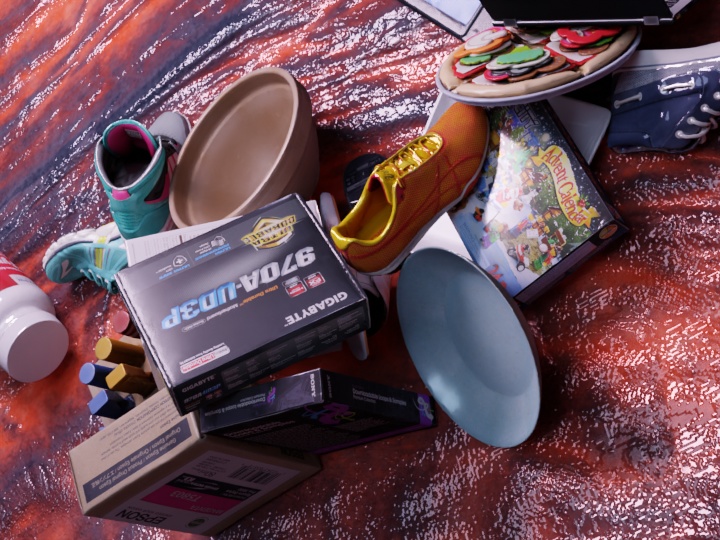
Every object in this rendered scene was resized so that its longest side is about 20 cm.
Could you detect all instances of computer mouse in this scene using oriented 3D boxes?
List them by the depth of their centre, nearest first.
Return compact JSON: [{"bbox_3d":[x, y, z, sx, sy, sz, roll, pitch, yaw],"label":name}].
[{"bbox_3d":[0.019,-0.055,1.381,0.058,0.034,0.201,-24,37,9],"label":"computer mouse"}]

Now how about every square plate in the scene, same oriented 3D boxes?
[{"bbox_3d":[0.133,-0.089,1.350,0.199,0.028,0.200,24,91,37],"label":"square plate"}]

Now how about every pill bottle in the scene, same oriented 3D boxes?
[{"bbox_3d":[-0.445,0.050,1.669,0.199,0.112,0.113,35,97,36],"label":"pill bottle"}]

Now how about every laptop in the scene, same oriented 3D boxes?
[{"bbox_3d":[0.203,-0.285,1.236,0.185,0.200,0.117,7,122,36],"label":"laptop"}]

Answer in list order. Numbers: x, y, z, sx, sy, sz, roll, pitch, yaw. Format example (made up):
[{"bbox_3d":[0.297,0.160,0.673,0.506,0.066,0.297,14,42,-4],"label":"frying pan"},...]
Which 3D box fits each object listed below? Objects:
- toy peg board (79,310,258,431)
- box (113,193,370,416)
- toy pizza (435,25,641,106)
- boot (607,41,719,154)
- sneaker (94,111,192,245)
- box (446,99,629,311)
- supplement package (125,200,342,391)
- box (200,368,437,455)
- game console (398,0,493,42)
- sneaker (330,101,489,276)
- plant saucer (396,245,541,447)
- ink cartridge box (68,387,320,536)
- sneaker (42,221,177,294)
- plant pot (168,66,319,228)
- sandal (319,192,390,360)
[{"bbox_3d":[-0.233,0.126,1.505,0.199,0.097,0.201,-42,56,18],"label":"toy peg board"},{"bbox_3d":[-0.111,0.027,1.272,0.198,0.046,0.160,-24,50,-12],"label":"box"},{"bbox_3d":[0.164,-0.211,1.283,0.197,0.032,0.201,-14,27,7],"label":"toy pizza"},{"bbox_3d":[0.313,-0.151,1.221,0.198,0.072,0.092,1,82,45],"label":"boot"},{"bbox_3d":[-0.243,-0.134,1.539,0.082,0.122,0.202,-1,50,11],"label":"sneaker"},{"bbox_3d":[0.147,-0.078,1.295,0.136,0.038,0.201,-39,58,20],"label":"box"},{"bbox_3d":[-0.126,0.026,1.388,0.197,0.122,0.121,-12,63,-6],"label":"supplement package"},{"bbox_3d":[-0.037,0.136,1.296,0.142,0.199,0.037,-17,70,30],"label":"box"},{"bbox_3d":[0.091,-0.349,1.400,0.200,0.118,0.173,40,100,37],"label":"game console"},{"bbox_3d":[0.053,-0.085,1.282,0.073,0.077,0.201,28,76,39],"label":"sneaker"},{"bbox_3d":[0.109,0.065,1.266,0.201,0.038,0.203,39,143,37],"label":"plant saucer"},{"bbox_3d":[-0.163,0.192,1.371,0.164,0.199,0.076,-35,58,23],"label":"ink cartridge box"},{"bbox_3d":[-0.298,-0.011,1.609,0.198,0.077,0.081,-14,78,32],"label":"sneaker"},{"bbox_3d":[-0.108,-0.110,1.472,0.200,0.092,0.203,-30,44,33],"label":"plant pot"},{"bbox_3d":[-0.001,-0.006,1.395,0.058,0.080,0.208,-10,50,-5],"label":"sandal"}]
